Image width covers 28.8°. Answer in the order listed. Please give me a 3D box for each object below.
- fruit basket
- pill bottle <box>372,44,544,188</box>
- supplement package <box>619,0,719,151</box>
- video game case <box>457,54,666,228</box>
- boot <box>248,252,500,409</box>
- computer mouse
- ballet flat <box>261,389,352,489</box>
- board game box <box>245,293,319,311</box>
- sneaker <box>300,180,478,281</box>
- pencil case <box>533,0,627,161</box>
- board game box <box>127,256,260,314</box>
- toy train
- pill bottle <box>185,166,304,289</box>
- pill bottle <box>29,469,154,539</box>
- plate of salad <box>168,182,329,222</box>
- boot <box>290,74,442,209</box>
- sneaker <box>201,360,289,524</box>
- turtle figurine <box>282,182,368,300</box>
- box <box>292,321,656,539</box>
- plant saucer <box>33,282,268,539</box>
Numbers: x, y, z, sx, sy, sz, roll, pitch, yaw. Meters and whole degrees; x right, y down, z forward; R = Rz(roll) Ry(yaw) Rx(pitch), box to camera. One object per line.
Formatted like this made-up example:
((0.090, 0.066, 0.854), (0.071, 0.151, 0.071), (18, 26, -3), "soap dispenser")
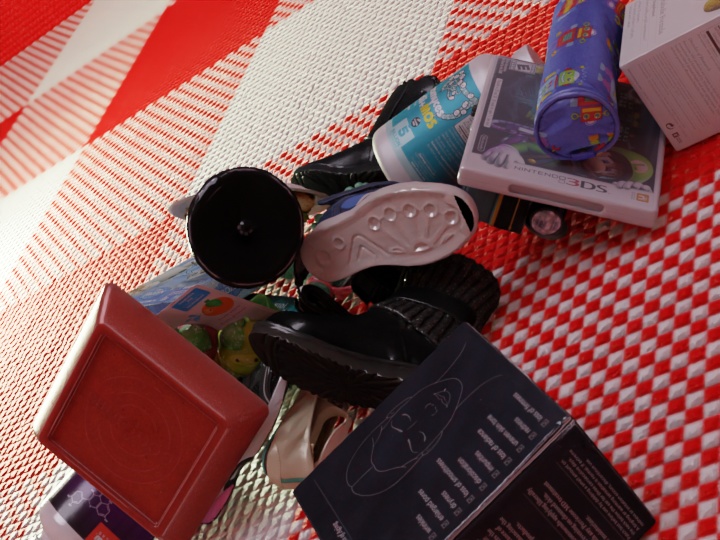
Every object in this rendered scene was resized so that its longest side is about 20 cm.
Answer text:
((-0.155, 0.088, 1.403), (0.184, 0.199, 0.095), (-34, 63, 26), "fruit basket")
((0.118, -0.158, 1.517), (0.199, 0.111, 0.111), (-35, 26, 17), "pill bottle")
((0.348, -0.217, 1.267), (0.198, 0.110, 0.115), (-26, 30, 31), "supplement package")
((0.195, -0.126, 1.310), (0.179, 0.024, 0.201), (13, 41, 6), "video game case")
((0.015, 0.046, 1.314), (0.208, 0.080, 0.159), (17, 55, 11), "boot")
((0.000, 0.000, 1.436), (0.046, 0.139, 0.202), (-55, 12, 48), "computer mouse")
((-0.031, 0.129, 1.365), (0.069, 0.069, 0.202), (-18, 37, 42), "ballet flat")
((-0.131, 0.086, 1.605), (0.136, 0.028, 0.199), (-53, 27, -21), "board game box")
((0.046, -0.059, 1.348), (0.198, 0.081, 0.146), (-18, 15, 34), "sneaker")
((0.208, -0.181, 1.298), (0.077, 0.088, 0.201), (-11, 36, 24), "pencil case")
((-0.192, 0.017, 1.702), (0.198, 0.044, 0.199), (-32, 14, -37), "board game box")
((0.157, -0.108, 1.362), (0.201, 0.112, 0.086), (-79, 5, -52), "toy train")
((-0.113, -0.038, 1.374), (0.112, 0.112, 0.200), (-45, 4, -4), "pill bottle")
((-0.253, 0.238, 1.451), (0.200, 0.113, 0.112), (-48, 26, -9), "pill bottle")
((-0.131, -0.067, 1.678), (0.199, 0.198, 0.049), (-14, 77, 46), "plate of salad")
((0.022, -0.157, 1.704), (0.196, 0.074, 0.164), (-5, 47, 43), "boot")
((-0.137, 0.152, 1.363), (0.201, 0.086, 0.080), (-58, 7, 14), "sneaker")
((-0.039, -0.019, 1.550), (0.148, 0.102, 0.200), (-20, 19, 23), "turtle figurine")
((0.077, 0.175, 1.047), (0.196, 0.124, 0.200), (-42, 26, -1), "box")
((-0.212, 0.148, 1.337), (0.201, 0.199, 0.037), (-57, -9, 28), "plant saucer")
